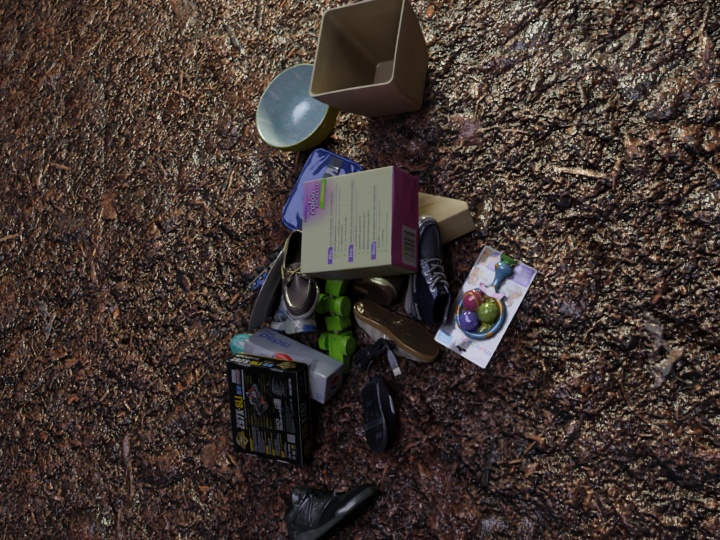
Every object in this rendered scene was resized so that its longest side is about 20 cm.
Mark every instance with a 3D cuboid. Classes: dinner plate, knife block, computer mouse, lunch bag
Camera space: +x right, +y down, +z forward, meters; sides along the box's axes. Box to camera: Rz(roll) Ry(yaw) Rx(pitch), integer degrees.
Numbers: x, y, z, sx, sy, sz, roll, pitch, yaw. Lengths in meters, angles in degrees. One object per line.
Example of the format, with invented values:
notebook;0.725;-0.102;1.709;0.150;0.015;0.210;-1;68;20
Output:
dinner plate;-0.173;0.036;1.654;0.024;0.200;0.201;26;88;5
knife block;0.097;-0.063;1.549;0.199;0.064;0.176;16;64;35
computer mouse;0.049;0.225;1.496;0.140;0.046;0.201;-44;49;48
lunch bag;-0.070;-0.137;1.651;0.135;0.132;0.201;23;87;18

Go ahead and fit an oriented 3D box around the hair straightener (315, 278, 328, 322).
hair straightener;-0.090;0.041;1.677;0.077;0.041;0.200;-32;64;3

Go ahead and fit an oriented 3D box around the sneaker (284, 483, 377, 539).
sneaker;-0.065;0.428;1.500;0.199;0.076;0.115;-39;63;21

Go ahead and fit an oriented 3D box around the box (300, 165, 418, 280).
box;-0.001;-0.080;1.480;0.199;0.097;0.177;-6;78;33

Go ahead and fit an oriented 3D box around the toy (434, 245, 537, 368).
toy;0.220;0.059;1.466;0.115;0.047;0.201;29;87;32

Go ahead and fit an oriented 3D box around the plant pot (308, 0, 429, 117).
plant pot;0.036;-0.421;1.675;0.199;0.177;0.201;-1;72;33

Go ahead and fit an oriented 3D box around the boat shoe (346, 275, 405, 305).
boat shoe;0.001;0.005;1.618;0.202;0.075;0.075;26;54;28

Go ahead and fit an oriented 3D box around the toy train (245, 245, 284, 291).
toy train;-0.172;-0.021;1.756;0.200;0.034;0.046;-42;67;12

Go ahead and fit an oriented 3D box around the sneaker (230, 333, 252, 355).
sneaker;-0.213;0.198;1.674;0.078;0.080;0.200;-49;54;9

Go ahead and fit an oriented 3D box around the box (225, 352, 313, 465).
box;-0.175;0.268;1.571;0.159;0.049;0.201;6;108;26

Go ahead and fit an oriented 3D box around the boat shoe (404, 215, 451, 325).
boat shoe;0.133;0.005;1.482;0.093;0.074;0.201;31;124;56

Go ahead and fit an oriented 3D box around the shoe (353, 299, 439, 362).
shoe;0.067;0.123;1.545;0.200;0.070;0.054;32;135;31

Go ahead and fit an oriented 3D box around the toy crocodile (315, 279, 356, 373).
toy crocodile;-0.042;0.104;1.585;0.067;0.062;0.201;4;106;36

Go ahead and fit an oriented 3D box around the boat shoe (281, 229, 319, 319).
boat shoe;-0.118;0.006;1.540;0.071;0.060;0.201;-12;43;10

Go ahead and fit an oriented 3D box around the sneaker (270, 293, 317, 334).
sneaker;-0.130;0.080;1.622;0.200;0.077;0.086;180;90;-68

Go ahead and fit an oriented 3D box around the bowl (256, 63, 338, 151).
bowl;-0.120;-0.341;1.789;0.199;0.108;0.201;-11;68;29

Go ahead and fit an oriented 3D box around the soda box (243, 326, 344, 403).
soda box;-0.133;0.184;1.599;0.199;0.068;0.064;22;122;24
